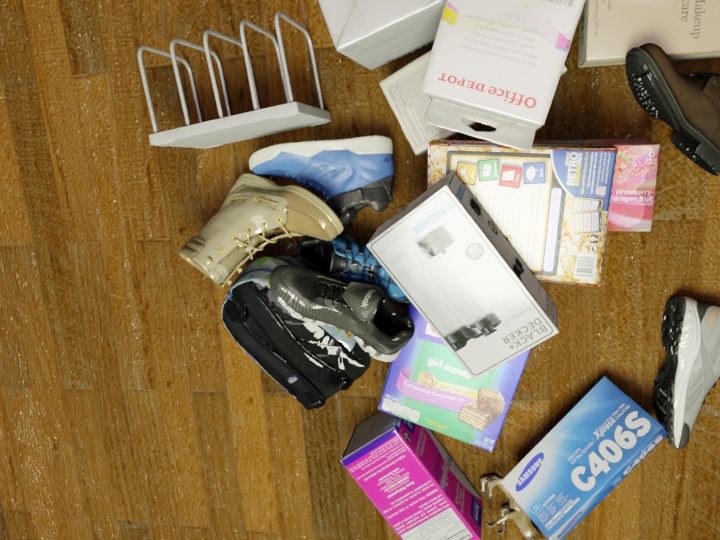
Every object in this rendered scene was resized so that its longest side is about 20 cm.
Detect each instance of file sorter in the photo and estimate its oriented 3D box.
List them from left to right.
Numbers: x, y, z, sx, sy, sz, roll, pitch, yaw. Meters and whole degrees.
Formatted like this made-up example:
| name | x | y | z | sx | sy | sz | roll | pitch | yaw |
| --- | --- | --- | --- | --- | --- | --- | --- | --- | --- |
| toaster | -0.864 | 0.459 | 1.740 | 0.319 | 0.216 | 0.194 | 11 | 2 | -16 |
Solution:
| name | x | y | z | sx | sy | sz | roll | pitch | yaw |
| --- | --- | --- | --- | --- | --- | --- | --- | --- | --- |
| file sorter | -0.159 | -0.238 | 0.765 | 0.198 | 0.139 | 0.126 | -8 | 98 | 15 |

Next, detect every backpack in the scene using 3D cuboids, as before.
| name | x | y | z | sx | sy | sz | roll | pitch | yaw |
| --- | --- | --- | --- | --- | --- | --- | --- | --- | --- |
| backpack | -0.096 | 0.075 | 0.822 | 0.199 | 0.154 | 0.163 | 32 | 131 | -17 |

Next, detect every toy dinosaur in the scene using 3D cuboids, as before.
| name | x | y | z | sx | sy | sz | roll | pitch | yaw |
| --- | --- | --- | --- | --- | --- | --- | --- | --- | --- |
| toy dinosaur | 0.228 | 0.315 | 0.859 | 0.100 | 0.058 | 0.202 | 0 | 100 | -4 |

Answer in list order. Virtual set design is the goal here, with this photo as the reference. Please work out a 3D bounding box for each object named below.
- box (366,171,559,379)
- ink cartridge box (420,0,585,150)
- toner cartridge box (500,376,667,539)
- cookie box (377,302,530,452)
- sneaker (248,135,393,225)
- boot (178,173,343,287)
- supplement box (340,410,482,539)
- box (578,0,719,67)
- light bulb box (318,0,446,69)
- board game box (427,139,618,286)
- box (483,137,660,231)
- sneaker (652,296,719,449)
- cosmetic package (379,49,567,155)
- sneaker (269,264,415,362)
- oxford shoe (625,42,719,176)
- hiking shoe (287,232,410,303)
| name | x | y | z | sx | sy | sz | roll | pitch | yaw |
| --- | --- | --- | --- | --- | --- | --- | --- | --- | --- |
| box | 0.115 | 0.008 | 0.656 | 0.116 | 0.060 | 0.200 | -34 | 100 | 25 |
| ink cartridge box | 0.149 | -0.237 | 0.617 | 0.128 | 0.125 | 0.202 | 19 | 103 | 9 |
| toner cartridge box | 0.288 | 0.245 | 0.773 | 0.200 | 0.043 | 0.095 | -47 | 46 | 4 |
| cookie box | 0.134 | 0.118 | 0.812 | 0.170 | 0.075 | 0.202 | 18 | 106 | 10 |
| sneaker | -0.052 | -0.114 | 0.799 | 0.198 | 0.077 | 0.112 | -4 | 93 | 7 |
| boot | -0.132 | -0.041 | 0.763 | 0.199 | 0.156 | 0.073 | 22 | 154 | 34 |
| supplement box | 0.078 | 0.305 | 0.856 | 0.103 | 0.101 | 0.201 | -35 | 94 | 18 |
| box | 0.352 | -0.284 | 0.662 | 0.198 | 0.078 | 0.096 | -1 | 103 | 14 |
| light bulb box | 0.014 | -0.350 | 0.662 | 0.124 | 0.200 | 0.200 | -18 | 99 | 15 |
| board game box | 0.174 | -0.068 | 0.672 | 0.198 | 0.046 | 0.153 | 5 | 109 | 13 |
| box | 0.243 | -0.107 | 0.720 | 0.198 | 0.095 | 0.104 | 3 | 106 | 13 |
| sneaker | 0.423 | 0.135 | 0.751 | 0.079 | 0.074 | 0.202 | 4 | 104 | 6 |
| cosmetic package | 0.135 | -0.235 | 0.728 | 0.199 | 0.073 | 0.104 | -26 | 95 | 17 |
| sneaker | -0.015 | 0.040 | 0.731 | 0.199 | 0.067 | 0.090 | 31 | 145 | -12 |
| oxford shoe | 0.367 | -0.195 | 0.659 | 0.199 | 0.073 | 0.085 | 30 | 112 | -30 |
| hiking shoe | 0.000 | 0.000 | 0.773 | 0.199 | 0.086 | 0.075 | 17 | 107 | 37 |
